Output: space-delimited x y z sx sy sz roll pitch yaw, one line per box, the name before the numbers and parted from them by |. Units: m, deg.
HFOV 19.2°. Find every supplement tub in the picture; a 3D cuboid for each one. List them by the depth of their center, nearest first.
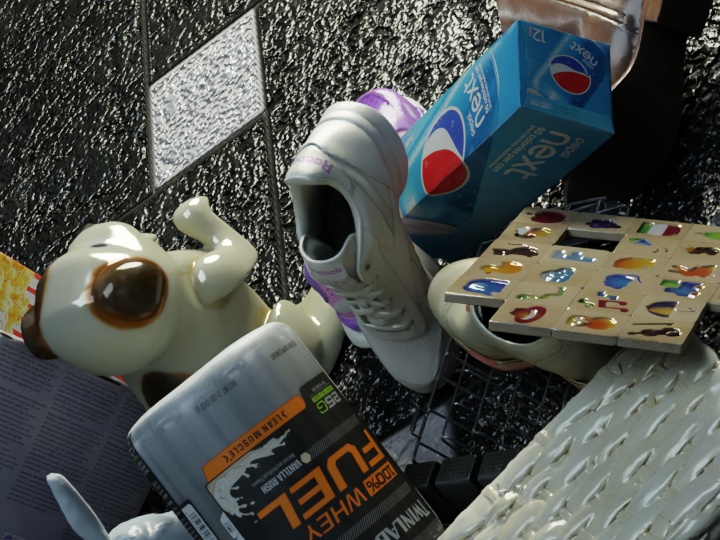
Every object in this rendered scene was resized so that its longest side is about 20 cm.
supplement tub | -0.034 0.141 1.251 0.122 0.200 0.123 -39 -3 -2

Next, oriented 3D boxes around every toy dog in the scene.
toy dog | -0.133 0.046 1.434 0.139 0.200 0.194 -13 54 42

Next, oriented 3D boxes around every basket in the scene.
basket | 0.154 0.140 1.107 0.200 0.123 0.136 -47 38 5

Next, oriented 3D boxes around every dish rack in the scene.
dish rack | 0.105 0.053 1.281 0.153 0.055 0.200 -14 50 48

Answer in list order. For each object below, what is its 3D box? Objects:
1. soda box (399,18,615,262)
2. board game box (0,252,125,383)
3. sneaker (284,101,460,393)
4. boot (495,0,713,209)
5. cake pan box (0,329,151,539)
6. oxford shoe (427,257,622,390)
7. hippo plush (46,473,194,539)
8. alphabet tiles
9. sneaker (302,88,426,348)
soda box | 0.080 -0.076 1.340 0.200 0.068 0.064 137 140 -54
board game box | -0.254 0.081 1.540 0.046 0.200 0.152 -1 63 46
sneaker | 0.000 0.000 1.330 0.075 0.200 0.100 -4 30 34
boot | 0.135 -0.136 1.399 0.200 0.064 0.187 26 90 58
cake pan box | -0.229 0.147 1.465 0.052 0.200 0.184 24 88 43
oxford shoe | 0.088 0.017 1.212 0.200 0.074 0.071 14 75 59
hippo plush | -0.122 0.227 1.329 0.161 0.200 0.160 -42 55 46
alphabet tiles | 0.144 0.004 1.147 0.167 0.200 0.008 7 110 18
sneaker | 0.001 -0.050 1.453 0.080 0.088 0.200 -24 46 36
